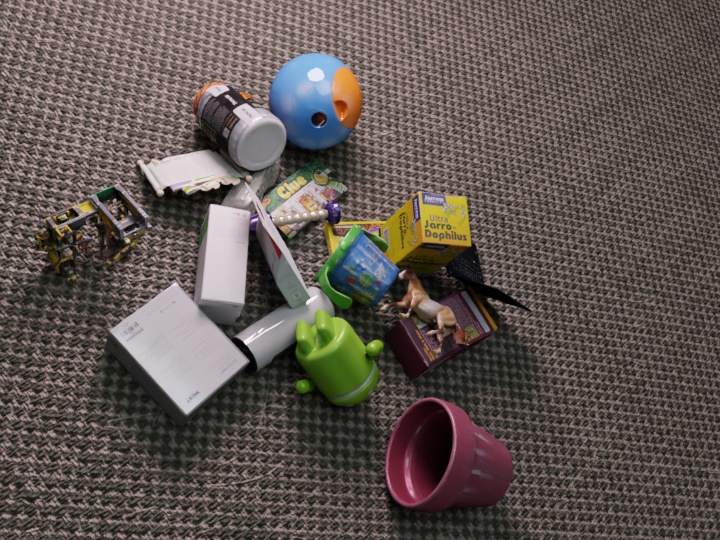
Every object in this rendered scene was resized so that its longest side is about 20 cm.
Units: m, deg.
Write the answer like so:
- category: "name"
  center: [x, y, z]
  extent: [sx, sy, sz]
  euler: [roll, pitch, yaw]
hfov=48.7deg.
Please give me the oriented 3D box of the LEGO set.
- category: "LEGO set"
  center: [-0.458, -0.051, 1.413]
  extent: [0.200, 0.154, 0.116]
  euler: [-26, 60, -39]

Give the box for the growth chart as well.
- category: "growth chart"
  center: [-0.328, -0.196, 1.579]
  extent: [0.200, 0.018, 0.145]
  euler: [-14, 45, -22]

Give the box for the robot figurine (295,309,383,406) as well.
- category: "robot figurine"
  center: [-0.042, 0.169, 1.477]
  extent: [0.200, 0.175, 0.116]
  euler: [57, 7, -27]

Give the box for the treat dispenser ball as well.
- category: "treat dispenser ball"
  center: [-0.096, -0.360, 1.701]
  extent: [0.201, 0.201, 0.201]
  euler: [10, 61, -19]

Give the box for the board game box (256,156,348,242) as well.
- category: "board game box"
  center: [-0.124, -0.153, 1.689]
  extent: [0.105, 0.023, 0.200]
  euler: [43, 56, 5]

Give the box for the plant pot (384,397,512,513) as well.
- category: "plant pot"
  center: [0.173, 0.354, 1.466]
  extent: [0.179, 0.200, 0.200]
  euler: [23, 56, -30]

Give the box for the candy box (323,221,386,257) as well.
- category: "candy box"
  center: [0.024, -0.056, 1.700]
  extent: [0.200, 0.026, 0.102]
  euler: [-3, 70, -24]

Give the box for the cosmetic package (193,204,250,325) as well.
- category: "cosmetic package"
  center: [-0.262, -0.009, 1.504]
  extent: [0.085, 0.108, 0.200]
  euler: [11, 59, -18]

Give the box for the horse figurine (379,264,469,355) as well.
- category: "horse figurine"
  center: [0.131, 0.086, 1.548]
  extent: [0.200, 0.050, 0.133]
  euler: [37, 38, 11]

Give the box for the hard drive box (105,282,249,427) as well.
- category: "hard drive box"
  center: [-0.325, 0.148, 1.413]
  extent: [0.200, 0.077, 0.156]
  euler: [46, 56, 5]

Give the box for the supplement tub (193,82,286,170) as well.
- category: "supplement tub"
  center: [-0.251, -0.298, 1.616]
  extent: [0.122, 0.123, 0.200]
  euler: [-23, 48, -31]

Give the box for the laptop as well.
- category: "laptop"
  center: [0.262, -0.010, 1.686]
  extent: [0.177, 0.103, 0.200]
  euler: [28, 47, -51]

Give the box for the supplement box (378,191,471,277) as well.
- category: "supplement box"
  center: [0.126, -0.068, 1.617]
  extent: [0.109, 0.200, 0.110]
  euler: [4, 70, -22]

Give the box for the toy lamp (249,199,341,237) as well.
- category: "toy lamp"
  center: [-0.138, -0.102, 1.611]
  extent: [0.200, 0.058, 0.058]
  euler: [-11, 69, -25]

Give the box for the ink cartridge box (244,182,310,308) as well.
- category: "ink cartridge box"
  center: [-0.170, -0.046, 1.485]
  extent: [0.047, 0.200, 0.160]
  euler: [-29, 41, 0]

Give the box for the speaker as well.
- category: "speaker"
  center: [-0.147, 0.111, 1.507]
  extent: [0.200, 0.081, 0.081]
  euler: [-33, 80, -33]

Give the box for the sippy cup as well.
- category: "sippy cup"
  center: [0.000, 0.000, 1.570]
  extent: [0.130, 0.140, 0.178]
  euler: [37, 80, -2]

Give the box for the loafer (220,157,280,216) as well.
- category: "loafer"
  center: [-0.221, -0.187, 1.635]
  extent: [0.070, 0.070, 0.200]
  euler: [13, 44, 13]

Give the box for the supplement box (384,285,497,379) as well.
- category: "supplement box"
  center: [0.166, 0.126, 1.630]
  extent: [0.200, 0.086, 0.110]
  euler: [-23, 74, -31]
